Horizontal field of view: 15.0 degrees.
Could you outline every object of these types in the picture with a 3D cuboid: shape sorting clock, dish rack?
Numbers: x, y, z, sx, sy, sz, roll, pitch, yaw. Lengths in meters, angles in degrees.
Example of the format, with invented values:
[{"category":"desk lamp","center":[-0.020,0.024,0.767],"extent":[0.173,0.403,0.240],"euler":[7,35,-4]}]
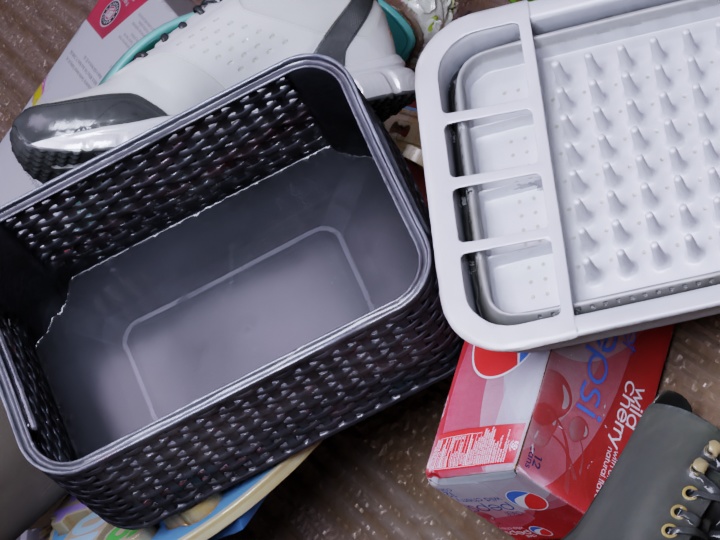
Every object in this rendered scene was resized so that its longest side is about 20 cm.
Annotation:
[{"category":"shape sorting clock","center":[-0.075,0.081,1.338],"extent":[0.200,0.039,0.200],"euler":[-38,16,13]},{"category":"dish rack","center":[0.129,-0.047,1.166],"extent":[0.200,0.044,0.172],"euler":[-13,57,12]}]

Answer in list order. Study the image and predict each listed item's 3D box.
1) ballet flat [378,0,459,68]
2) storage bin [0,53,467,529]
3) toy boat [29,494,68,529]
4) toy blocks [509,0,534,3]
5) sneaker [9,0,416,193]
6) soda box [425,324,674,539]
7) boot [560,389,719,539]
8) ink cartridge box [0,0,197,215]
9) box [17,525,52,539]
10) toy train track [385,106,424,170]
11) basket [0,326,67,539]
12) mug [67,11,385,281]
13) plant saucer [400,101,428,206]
[{"category":"ballet flat","center":[0.006,-0.127,1.489],"extent":[0.064,0.076,0.200],"euler":[-50,11,-24]},{"category":"storage bin","center":[-0.064,0.011,1.232],"extent":[0.200,0.094,0.135],"euler":[-27,64,6]},{"category":"toy boat","center":[-0.173,0.037,1.470],"extent":[0.130,0.131,0.200],"euler":[-2,54,52]},{"category":"toy blocks","center":[0.100,-0.219,1.433],"extent":[0.137,0.100,0.200],"euler":[-44,30,2]},{"category":"sneaker","center":[-0.074,-0.091,1.293],"extent":[0.074,0.200,0.080],"euler":[-35,71,66]},{"category":"soda box","center":[0.096,0.017,1.220],"extent":[0.063,0.070,0.200],"euler":[-10,54,49]},{"category":"boot","center":[0.128,0.123,1.075],"extent":[0.138,0.077,0.200],"euler":[-56,30,-4]},{"category":"ink cartridge box","center":[-0.150,-0.070,1.669],"extent":[0.200,0.086,0.148],"euler":[-55,30,9]},{"category":"box","center":[-0.194,0.167,1.552],"extent":[0.158,0.048,0.200],"euler":[-37,36,32]},{"category":"toy train track","center":[0.033,-0.069,1.365],"extent":[0.115,0.033,0.200],"euler":[-61,28,-5]},{"category":"basket","center":[-0.235,0.097,1.338],"extent":[0.200,0.136,0.180],"euler":[-34,59,-14]},{"category":"mug","center":[-0.060,-0.057,1.383],"extent":[0.185,0.152,0.114],"euler":[-40,2,-15]},{"category":"plant saucer","center":[0.000,0.000,1.422],"extent":[0.200,0.037,0.200],"euler":[-27,43,44]}]
